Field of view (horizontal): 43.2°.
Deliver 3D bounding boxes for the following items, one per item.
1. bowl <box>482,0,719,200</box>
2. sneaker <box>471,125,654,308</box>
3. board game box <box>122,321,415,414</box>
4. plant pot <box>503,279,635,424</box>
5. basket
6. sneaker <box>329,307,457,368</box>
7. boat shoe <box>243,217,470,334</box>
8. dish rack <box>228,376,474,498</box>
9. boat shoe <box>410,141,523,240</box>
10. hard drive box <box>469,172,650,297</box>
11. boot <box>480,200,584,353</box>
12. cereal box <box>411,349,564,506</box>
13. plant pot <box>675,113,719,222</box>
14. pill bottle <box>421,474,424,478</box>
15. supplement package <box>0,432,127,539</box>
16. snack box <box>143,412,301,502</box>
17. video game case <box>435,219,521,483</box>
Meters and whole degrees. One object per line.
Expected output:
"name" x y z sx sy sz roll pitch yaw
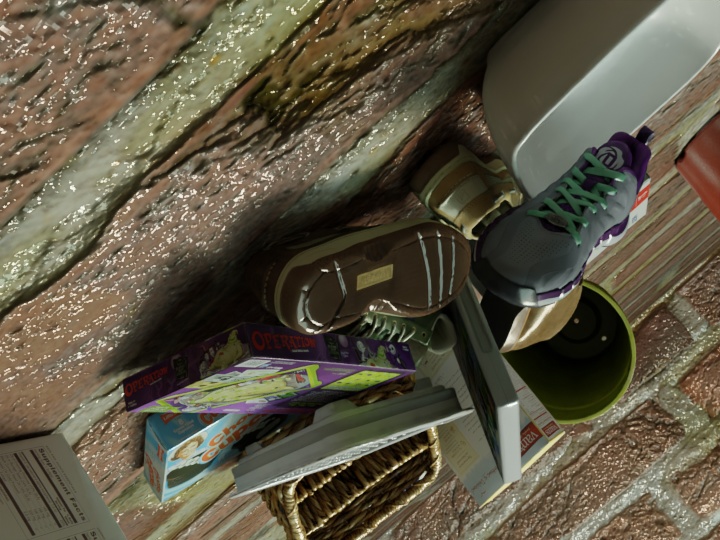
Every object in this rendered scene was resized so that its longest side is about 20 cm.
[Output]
"bowl" 0.168 -0.148 0.644 0.199 0.075 0.200 -42 161 8
"sneaker" 0.144 -0.048 0.632 0.200 0.074 0.088 -34 150 -49
"board game box" -0.060 0.077 0.669 0.119 0.033 0.199 -29 157 27
"plant pot" 0.300 0.091 1.307 0.201 0.200 0.193 -47 172 22
"basket" -0.010 0.196 0.977 0.199 0.149 0.143 -30 160 -25
"sneaker" 0.024 0.043 0.768 0.067 0.090 0.199 -37 164 27
"boat shoe" 0.001 -0.006 0.664 0.201 0.074 0.076 -5 109 -49
"dish rack" -0.016 0.146 0.806 0.170 0.044 0.200 -9 163 -41
"boat shoe" 0.103 -0.047 0.743 0.072 0.076 0.200 -48 162 17
"hard drive box" 0.203 -0.039 0.960 0.200 0.077 0.156 -42 162 6
"boot" 0.176 -0.007 0.834 0.075 0.074 0.201 0 133 -27
"cereal box" 0.122 0.149 1.040 0.039 0.201 0.144 -19 154 -45
"plant pot" 0.557 -0.127 1.252 0.200 0.196 0.201 -35 162 -13
"pill bottle" 0.023 0.263 1.252 0.199 0.111 0.111 -28 159 -31
"supplement package" -0.254 0.214 0.540 0.152 0.151 0.199 -46 160 18
"snack box" -0.097 0.119 0.805 0.199 0.037 0.117 -29 157 -29
"video game case" 0.106 0.079 0.832 0.022 0.184 0.201 -18 149 -1
